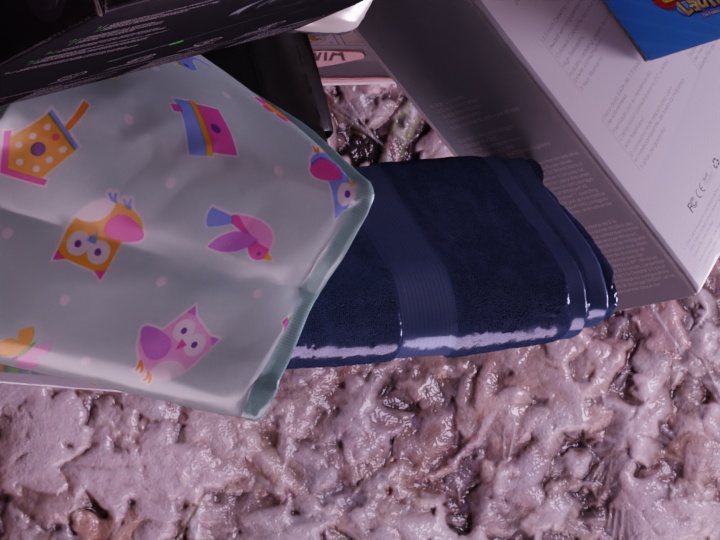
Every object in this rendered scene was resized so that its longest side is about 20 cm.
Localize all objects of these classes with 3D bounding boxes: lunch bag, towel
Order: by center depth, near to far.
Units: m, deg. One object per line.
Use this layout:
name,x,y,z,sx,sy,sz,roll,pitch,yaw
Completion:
lunch bag,-0.121,-0.046,0.822,0.170,0.123,0.200,15,-161,-38
towel,0.000,0.000,0.949,0.198,0.049,0.112,-4,-145,-20

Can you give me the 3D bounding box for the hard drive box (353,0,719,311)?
hard drive box,0.105,-0.106,1.050,0.077,0.200,0.156,-13,-146,48

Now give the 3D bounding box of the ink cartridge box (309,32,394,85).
ink cartridge box,-0.039,-0.112,1.132,0.198,0.044,0.174,-2,-152,-13

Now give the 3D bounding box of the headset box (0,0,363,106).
headset box,-0.049,-0.112,0.618,0.173,0.093,0.200,-19,-177,-32

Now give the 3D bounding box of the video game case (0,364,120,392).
video game case,-0.134,-0.016,1.053,0.199,0.144,0.017,6,-169,-26

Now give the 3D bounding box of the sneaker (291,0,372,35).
sneaker,-0.064,-0.137,0.803,0.199,0.078,0.080,-5,129,-44

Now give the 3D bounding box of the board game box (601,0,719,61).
board game box,0.220,-0.194,0.982,0.199,0.056,0.196,-15,-147,49

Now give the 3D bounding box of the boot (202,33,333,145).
boot,-0.063,-0.108,1.013,0.077,0.139,0.200,-17,-176,-5
